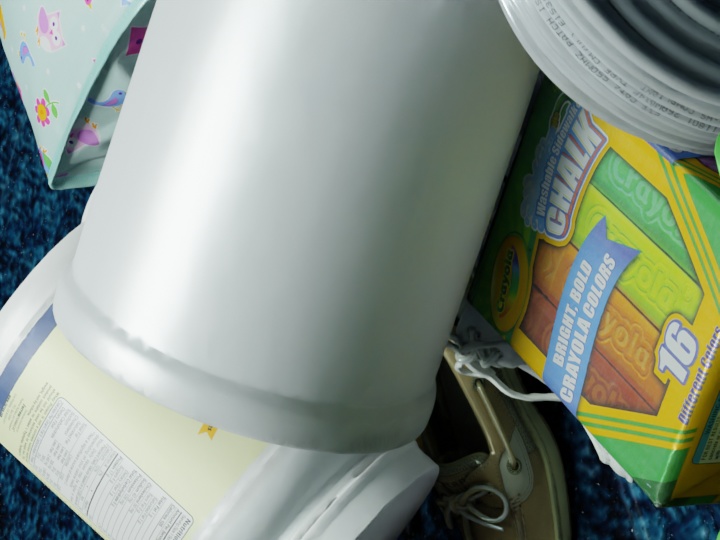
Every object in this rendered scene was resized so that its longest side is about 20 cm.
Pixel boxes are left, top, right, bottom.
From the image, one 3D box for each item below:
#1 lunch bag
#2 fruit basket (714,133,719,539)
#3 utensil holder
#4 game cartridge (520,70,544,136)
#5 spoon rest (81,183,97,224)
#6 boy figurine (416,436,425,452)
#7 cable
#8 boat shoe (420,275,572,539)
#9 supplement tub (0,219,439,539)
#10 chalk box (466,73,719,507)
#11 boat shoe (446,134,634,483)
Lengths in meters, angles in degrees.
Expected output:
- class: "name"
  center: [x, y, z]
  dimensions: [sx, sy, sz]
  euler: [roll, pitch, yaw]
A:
- class: "lunch bag"
  center: [-0.137, -0.175, 1.449]
  dimensions: [0.171, 0.121, 0.200]
  euler: [66, 147, 33]
- class: "fruit basket"
  center: [0.193, 0.034, 0.856]
  dimensions: [0.216, 0.215, 0.156]
  euler: [-41, 58, 51]
- class: "utensil holder"
  center: [-0.020, -0.051, 1.024]
  dimensions: [0.170, 0.169, 0.201]
  euler: [40, 116, 50]
- class: "game cartridge"
  center: [0.066, -0.136, 1.208]
  dimensions: [0.130, 0.038, 0.201]
  euler: [-27, 69, 59]
- class: "spoon rest"
  center: [-0.071, -0.067, 1.309]
  dimensions: [0.099, 0.200, 0.061]
  euler: [31, 158, 50]
- class: "boy figurine"
  center: [0.000, 0.000, 1.255]
  dimensions: [0.064, 0.124, 0.201]
  euler: [-4, 107, 24]
- class: "cable"
  center: [0.134, -0.143, 0.943]
  dimensions: [0.069, 0.199, 0.201]
  euler: [-32, 67, 59]
- class: "boat shoe"
  center: [0.048, 0.072, 1.200]
  dimensions: [0.073, 0.063, 0.202]
  euler: [-10, 93, 56]
- class: "supplement tub"
  center: [-0.075, 0.076, 1.186]
  dimensions: [0.200, 0.145, 0.145]
  euler: [40, 131, 11]
- class: "chalk box"
  center: [0.135, -0.011, 1.018]
  dimensions: [0.200, 0.123, 0.125]
  euler: [46, 129, 46]
- class: "boat shoe"
  center: [0.065, 0.017, 1.124]
  dimensions: [0.203, 0.086, 0.075]
  euler: [63, 174, 9]
